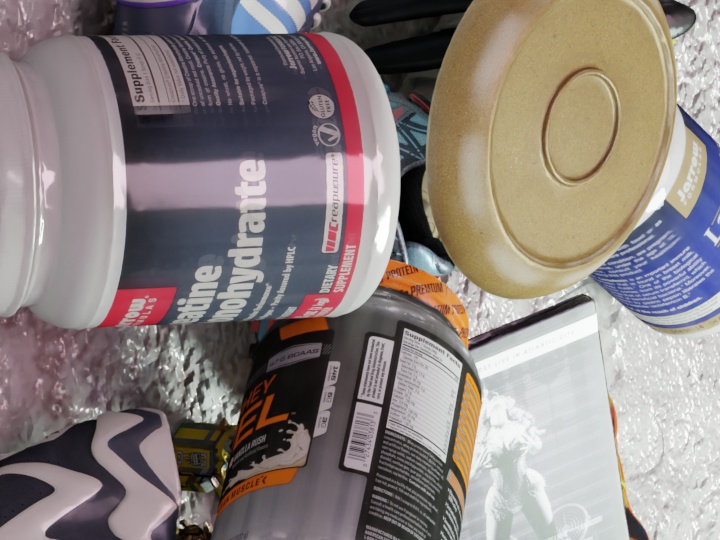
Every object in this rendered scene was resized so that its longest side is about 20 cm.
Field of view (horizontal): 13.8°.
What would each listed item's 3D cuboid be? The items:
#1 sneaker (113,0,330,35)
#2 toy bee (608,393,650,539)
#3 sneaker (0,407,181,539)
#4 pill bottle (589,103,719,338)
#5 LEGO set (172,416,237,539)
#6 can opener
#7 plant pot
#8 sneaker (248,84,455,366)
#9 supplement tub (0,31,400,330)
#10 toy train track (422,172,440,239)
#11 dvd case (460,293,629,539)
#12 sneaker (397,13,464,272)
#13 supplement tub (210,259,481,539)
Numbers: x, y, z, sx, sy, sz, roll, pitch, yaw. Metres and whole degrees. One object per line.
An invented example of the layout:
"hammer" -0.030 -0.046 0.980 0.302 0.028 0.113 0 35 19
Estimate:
"sneaker" -0.059 -0.117 1.576 0.200 0.080 0.147 -32 124 -50
"toy bee" 0.140 0.153 1.795 0.131 0.108 0.201 -99 -168 -82
"sneaker" -0.143 0.171 1.437 0.080 0.129 0.200 102 -21 -77
"pill bottle" 0.167 -0.049 1.821 0.200 0.115 0.116 37 63 -45
"LEGO set" -0.058 0.176 1.542 0.200 0.115 0.154 -49 127 -39
"can opener" 0.088 -0.148 1.685 0.199 0.079 0.064 -5 88 -15
"plant pot" 0.112 -0.079 1.604 0.199 0.027 0.201 -18 116 -42
"sneaker" 0.000 0.000 1.593 0.079 0.095 0.201 -40 145 -67
"supplement tub" -0.093 -0.044 1.426 0.199 0.140 0.141 -3 93 -21
"toy train track" 0.020 -0.061 1.654 0.199 0.032 0.115 29 85 -28
"dvd case" 0.081 0.127 1.683 0.148 0.016 0.201 -21 117 -21
"sneaker" 0.060 -0.105 1.723 0.080 0.070 0.202 20 76 -47
"supplement tub" -0.005 0.099 1.487 0.123 0.122 0.201 52 36 -38
